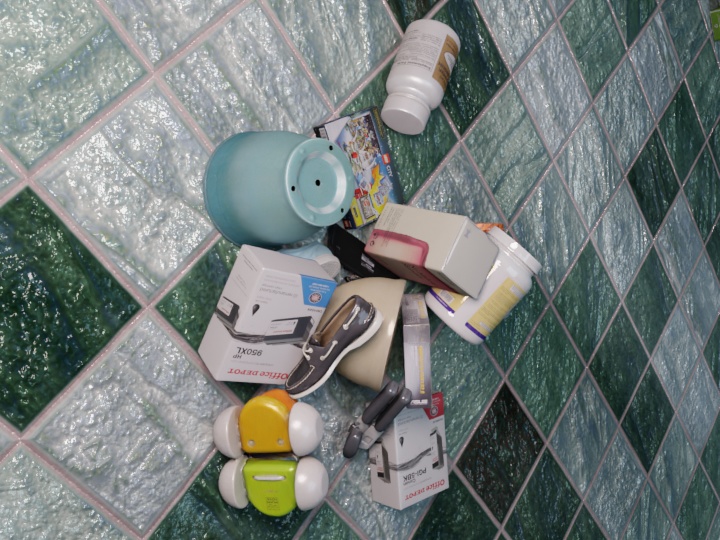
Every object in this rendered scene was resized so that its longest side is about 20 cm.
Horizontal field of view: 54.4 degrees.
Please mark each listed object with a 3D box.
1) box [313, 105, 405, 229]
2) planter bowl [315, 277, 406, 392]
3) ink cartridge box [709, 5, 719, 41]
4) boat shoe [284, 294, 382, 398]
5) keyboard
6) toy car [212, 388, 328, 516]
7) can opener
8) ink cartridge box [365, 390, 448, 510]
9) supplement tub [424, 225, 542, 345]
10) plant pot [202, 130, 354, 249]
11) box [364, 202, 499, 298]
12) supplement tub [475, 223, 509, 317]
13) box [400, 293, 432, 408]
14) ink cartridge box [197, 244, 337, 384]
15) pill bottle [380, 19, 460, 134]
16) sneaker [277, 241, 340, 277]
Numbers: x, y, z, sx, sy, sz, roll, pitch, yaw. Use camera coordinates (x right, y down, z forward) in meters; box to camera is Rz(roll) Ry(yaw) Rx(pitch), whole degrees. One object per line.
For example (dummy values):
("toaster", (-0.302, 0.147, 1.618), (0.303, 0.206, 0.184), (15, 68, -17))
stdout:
("box", (0.001, -0.193, 1.317), (0.136, 0.038, 0.200), (-29, 109, -37))
("planter bowl", (-0.007, 0.100, 1.226), (0.134, 0.200, 0.201), (13, 80, 4))
("ink cartridge box", (1.234, -0.893, 2.350), (0.148, 0.076, 0.200), (-33, 110, -35))
("boat shoe", (-0.055, 0.119, 1.103), (0.200, 0.074, 0.060), (-42, 120, 11))
("keyboard", (0.000, 0.000, 1.333), (0.200, 0.040, 0.104), (35, 47, -35))
("toy car", (-0.136, 0.293, 1.150), (0.150, 0.175, 0.200), (-28, 113, -76))
("can opener", (0.024, 0.277, 1.256), (0.053, 0.200, 0.067), (30, 42, -3))
("ink cartridge box", (0.094, 0.346, 1.378), (0.147, 0.083, 0.200), (-9, 96, -41))
("supplement tub", (0.237, 0.028, 1.355), (0.200, 0.145, 0.145), (-48, 125, 6))
("plant pot", (-0.118, -0.132, 1.117), (0.200, 0.188, 0.201), (-2, 92, -41))
("box", (0.129, -0.039, 1.292), (0.128, 0.200, 0.109), (35, 78, -43))
("supplement tub", (0.256, 0.001, 1.487), (0.122, 0.122, 0.200), (-4, 93, -41))
("box", (0.103, 0.145, 1.313), (0.048, 0.200, 0.159), (-2, 103, 2))
("ink cartridge box", (-0.148, 0.076, 1.110), (0.144, 0.084, 0.200), (12, 111, -39))
("pill bottle", (0.113, -0.372, 1.361), (0.114, 0.114, 0.200), (32, 71, -37))
("sneaker", (-0.138, 0.007, 1.193), (0.200, 0.082, 0.074), (-19, 138, -22))
